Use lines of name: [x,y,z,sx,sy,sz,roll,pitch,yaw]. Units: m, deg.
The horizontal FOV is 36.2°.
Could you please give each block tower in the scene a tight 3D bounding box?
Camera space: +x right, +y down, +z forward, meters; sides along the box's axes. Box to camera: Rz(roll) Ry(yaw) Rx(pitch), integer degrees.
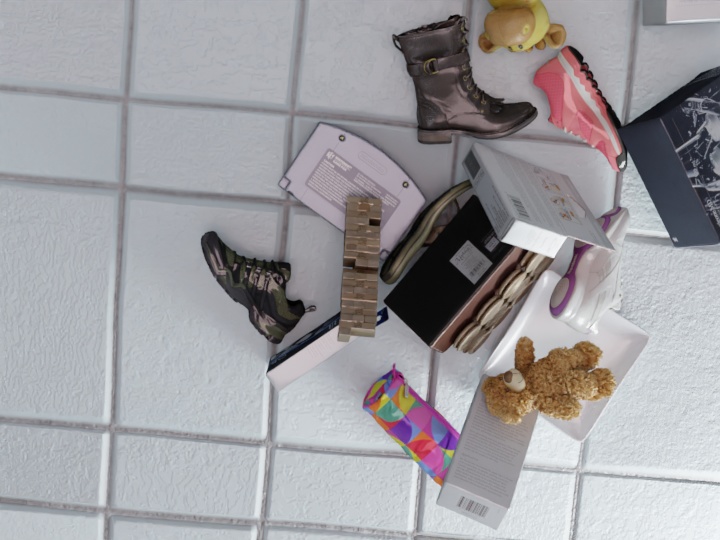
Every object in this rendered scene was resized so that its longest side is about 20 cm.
block tower: [0.000,0.000,1.577,0.057,0.054,0.203,5,75,-1]

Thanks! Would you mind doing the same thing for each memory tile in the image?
memory tile: [0.211,0.042,1.614,0.017,0.153,0.201,42,97,16]

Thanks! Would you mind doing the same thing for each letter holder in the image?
letter holder: [0.150,0.014,1.595,0.100,0.142,0.201,42,94,23]

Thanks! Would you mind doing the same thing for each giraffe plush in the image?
giraffe plush: [0.210,-0.385,1.555,0.198,0.172,0.165,-19,114,-32]

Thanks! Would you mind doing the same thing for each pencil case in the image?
pencil case: [0.090,0.239,1.674,0.088,0.088,0.200,-43,100,6]

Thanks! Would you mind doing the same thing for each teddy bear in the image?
teddy bear: [0.277,0.158,1.610,0.196,0.067,0.147,1,59,-3]

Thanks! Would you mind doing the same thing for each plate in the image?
plate: [0.310,0.129,1.686,0.198,0.032,0.202,32,98,-5]

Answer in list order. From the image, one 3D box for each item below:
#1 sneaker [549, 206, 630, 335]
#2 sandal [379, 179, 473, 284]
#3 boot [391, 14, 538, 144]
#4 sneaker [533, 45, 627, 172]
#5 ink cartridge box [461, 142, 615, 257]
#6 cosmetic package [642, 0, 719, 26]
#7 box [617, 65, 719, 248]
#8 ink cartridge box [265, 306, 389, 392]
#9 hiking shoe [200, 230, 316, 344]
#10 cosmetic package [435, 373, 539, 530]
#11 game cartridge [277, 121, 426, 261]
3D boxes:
sneaker: [0.356,0.002,1.638,0.099,0.075,0.202,33,80,-17]
sandal: [0.105,-0.053,1.616,0.057,0.080,0.202,39,83,-5]
boot: [0.152,-0.278,1.580,0.196,0.069,0.177,-8,112,2]
sneaker: [0.324,-0.226,1.619,0.086,0.074,0.202,-28,100,24]
ink cartridge box: [0.248,-0.091,1.556,0.171,0.201,0.044,17,121,-25]
cosmetic package: [0.505,-0.452,1.546,0.196,0.123,0.204,-3,98,-1]
box: [0.500,-0.164,1.574,0.181,0.104,0.202,-33,100,-19]
ink cartridge box: [-0.049,0.103,1.641,0.198,0.099,0.040,-33,98,4]
hiking shoe: [-0.155,0.008,1.644,0.100,0.076,0.201,-39,107,-3]
cosmetic package: [0.190,0.264,1.616,0.100,0.201,0.072,22,142,6]
game cartridge: [-0.007,-0.124,1.637,0.199,0.042,0.134,36,93,-6]
